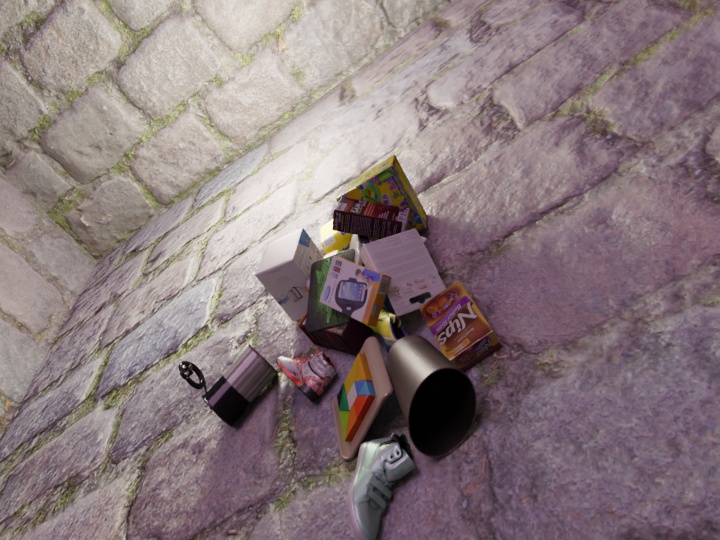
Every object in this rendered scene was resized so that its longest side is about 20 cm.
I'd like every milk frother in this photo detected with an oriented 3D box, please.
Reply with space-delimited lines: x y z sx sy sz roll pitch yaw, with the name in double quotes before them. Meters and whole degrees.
"milk frother" -0.362 0.274 1.475 0.189 0.201 0.179 -47 28 -15

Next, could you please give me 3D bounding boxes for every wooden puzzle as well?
"wooden puzzle" -0.007 0.271 1.177 0.203 0.036 0.187 -60 24 22

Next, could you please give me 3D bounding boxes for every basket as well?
"basket" 0.127 0.222 1.064 0.131 0.187 0.201 -2 21 -13

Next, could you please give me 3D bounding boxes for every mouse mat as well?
"mouse mat" -0.078 0.052 1.394 0.158 0.007 0.206 -18 57 36

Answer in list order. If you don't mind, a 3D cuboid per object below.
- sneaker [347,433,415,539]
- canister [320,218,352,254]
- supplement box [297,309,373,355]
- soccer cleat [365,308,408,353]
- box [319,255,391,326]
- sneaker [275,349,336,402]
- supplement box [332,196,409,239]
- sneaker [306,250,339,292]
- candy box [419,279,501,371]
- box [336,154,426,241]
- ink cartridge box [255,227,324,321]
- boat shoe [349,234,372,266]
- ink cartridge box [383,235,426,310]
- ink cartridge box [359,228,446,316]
"sneaker" 0.043 0.391 1.001 0.116 0.074 0.203 -30 30 28
"canister" -0.031 -0.139 1.741 0.197 0.087 0.150 -32 32 16
"supplement box" -0.060 0.139 1.423 0.197 0.086 0.111 5 51 50
"soccer cleat" 0.064 0.125 1.275 0.201 0.063 0.086 52 135 43
"box" -0.023 0.044 1.304 0.197 0.041 0.123 20 93 41
"sneaker" -0.136 0.247 1.392 0.108 0.068 0.200 -46 35 -12
"supplement box" 0.030 -0.137 1.455 0.193 0.063 0.110 10 28 6
"sneaker" -0.080 0.033 1.544 0.076 0.114 0.201 -16 22 29
"candy box" 0.213 0.120 1.182 0.115 0.057 0.202 -35 33 7
"box" 0.064 -0.183 1.560 0.189 0.203 0.123 -26 19 18
"ink cartridge box" -0.183 0.014 1.603 0.141 0.202 0.150 -19 35 25
"boat shoe" 0.009 -0.056 1.444 0.201 0.058 0.076 -106 31 -66
"ink cartridge box" 0.098 -0.003 1.446 0.200 0.067 0.115 -47 31 -10
"ink cartridge box" 0.107 0.009 1.325 0.157 0.050 0.204 -16 69 -22
